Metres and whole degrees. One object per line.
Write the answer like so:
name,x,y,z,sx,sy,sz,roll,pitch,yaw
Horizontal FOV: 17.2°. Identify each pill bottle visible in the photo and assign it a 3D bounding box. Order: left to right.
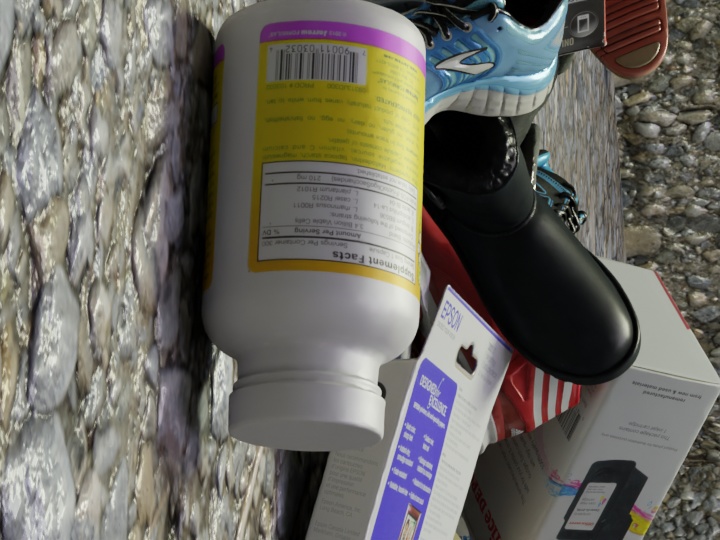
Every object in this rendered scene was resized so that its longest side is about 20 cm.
pill bottle,-0.022,-0.020,1.128,0.104,0.103,0.202,57,34,-71

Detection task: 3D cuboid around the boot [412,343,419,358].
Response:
boot,0.072,0.027,1.733,0.155,0.073,0.201,77,15,-44

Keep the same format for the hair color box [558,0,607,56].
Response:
hair color box,0.077,-0.209,1.515,0.201,0.101,0.062,-114,-166,-47

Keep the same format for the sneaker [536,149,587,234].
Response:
sneaker,0.129,-0.036,1.738,0.200,0.081,0.074,-117,-171,-57

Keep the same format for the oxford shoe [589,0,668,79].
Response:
oxford shoe,0.160,-0.207,1.646,0.074,0.070,0.201,79,-8,-63

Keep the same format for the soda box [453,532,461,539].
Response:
soda box,0.042,0.218,1.575,0.200,0.063,0.068,58,33,-70

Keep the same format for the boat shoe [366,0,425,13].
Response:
boat shoe,0.002,-0.179,1.416,0.200,0.071,0.072,-96,176,-84

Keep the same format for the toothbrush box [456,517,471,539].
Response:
toothbrush box,0.130,0.152,1.904,0.146,0.085,0.202,30,59,-56

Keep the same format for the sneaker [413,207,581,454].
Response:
sneaker,0.086,0.014,1.553,0.078,0.115,0.201,95,-25,-71

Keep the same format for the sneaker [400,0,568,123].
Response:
sneaker,0.036,-0.131,1.307,0.199,0.078,0.090,-16,143,-40

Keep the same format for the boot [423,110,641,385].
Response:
boot,0.086,-0.028,1.425,0.201,0.076,0.168,52,-1,17

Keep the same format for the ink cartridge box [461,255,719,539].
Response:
ink cartridge box,0.149,0.111,1.625,0.146,0.082,0.201,-112,-140,-55

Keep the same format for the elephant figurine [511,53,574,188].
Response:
elephant figurine,0.073,-0.082,1.641,0.155,0.141,0.202,-20,129,-49

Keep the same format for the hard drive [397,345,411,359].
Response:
hard drive,0.000,0.000,1.437,0.140,0.037,0.202,-73,158,-61

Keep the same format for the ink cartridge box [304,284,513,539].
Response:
ink cartridge box,0.026,0.117,1.387,0.198,0.043,0.202,43,65,-71
